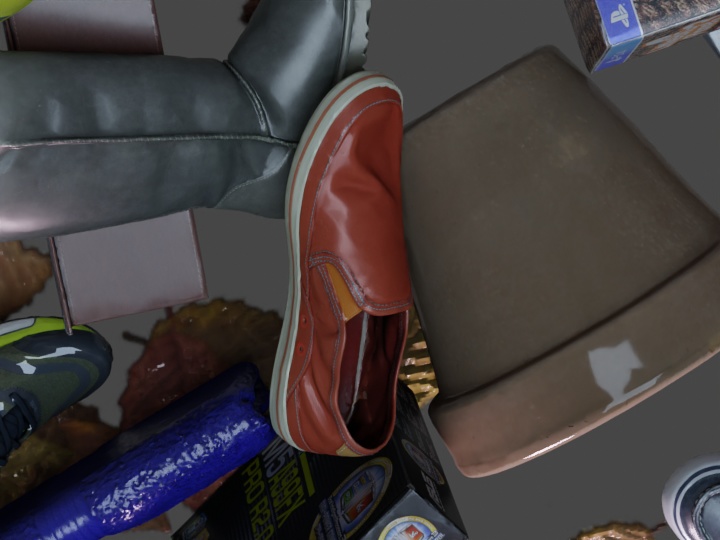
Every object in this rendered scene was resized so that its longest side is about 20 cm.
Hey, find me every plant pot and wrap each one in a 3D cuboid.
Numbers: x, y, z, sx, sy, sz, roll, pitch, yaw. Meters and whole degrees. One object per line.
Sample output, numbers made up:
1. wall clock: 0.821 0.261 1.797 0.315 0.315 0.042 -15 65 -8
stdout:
1. plant pot: 0.097 -0.017 1.354 0.200 0.200 0.175 -30 93 3

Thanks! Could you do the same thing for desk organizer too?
1. desk organizer: -0.136 -0.078 1.348 0.077 0.072 0.201 -12 110 -7

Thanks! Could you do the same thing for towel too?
1. towel: -0.131 0.123 1.377 0.199 0.148 0.050 -32 95 2

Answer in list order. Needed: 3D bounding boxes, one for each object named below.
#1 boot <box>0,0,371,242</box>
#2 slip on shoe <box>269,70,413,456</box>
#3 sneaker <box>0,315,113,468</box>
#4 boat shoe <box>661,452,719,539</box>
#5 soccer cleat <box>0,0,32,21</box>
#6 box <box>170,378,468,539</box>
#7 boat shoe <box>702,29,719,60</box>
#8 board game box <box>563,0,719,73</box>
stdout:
1. boot: -0.100 -0.098 1.281 0.199 0.073 0.183 3 101 -19
2. slip on shoe: 0.000 0.000 1.294 0.074 0.061 0.201 -12 115 -48
3. sneaker: -0.212 0.100 1.378 0.200 0.081 0.074 -34 139 -2
4. boat shoe: 0.264 0.177 1.481 0.200 0.091 0.071 32 102 -17
5. soccer cleat: -0.246 -0.139 1.258 0.199 0.084 0.065 0 105 16
6. box: -0.027 0.141 1.370 0.044 0.200 0.160 41 100 -18
7. boat shoe: 0.234 -0.109 1.396 0.066 0.070 0.200 -34 103 6
8. board game box: 0.186 -0.209 1.305 0.199 0.097 0.160 -18 87 -1
